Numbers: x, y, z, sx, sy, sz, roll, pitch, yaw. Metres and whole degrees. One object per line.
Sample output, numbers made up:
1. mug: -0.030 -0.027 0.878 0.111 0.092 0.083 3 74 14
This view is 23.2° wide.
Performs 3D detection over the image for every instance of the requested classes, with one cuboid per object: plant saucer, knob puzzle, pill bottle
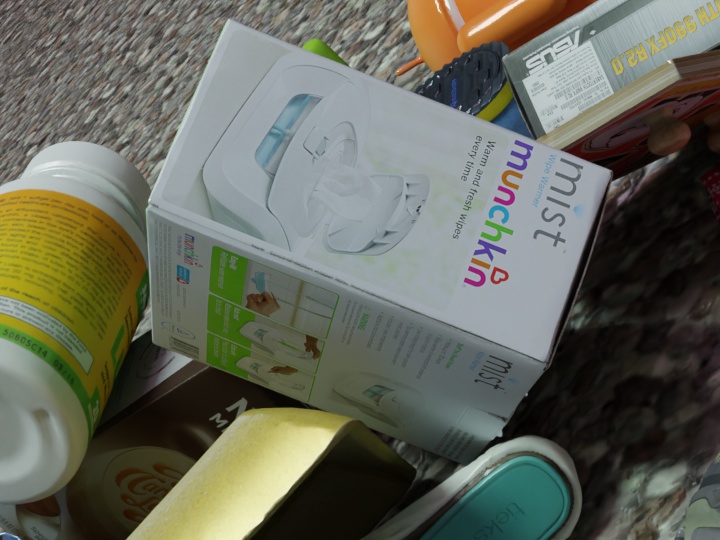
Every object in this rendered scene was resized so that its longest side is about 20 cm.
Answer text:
1. plant saucer: -0.068 0.140 0.801 0.200 0.048 0.200 -47 -17 -3
2. knob puzzle: 0.126 -0.052 0.848 0.218 0.031 0.220 -24 -7 -3
3. pill bottle: -0.176 0.019 0.956 0.111 0.111 0.201 -31 26 31

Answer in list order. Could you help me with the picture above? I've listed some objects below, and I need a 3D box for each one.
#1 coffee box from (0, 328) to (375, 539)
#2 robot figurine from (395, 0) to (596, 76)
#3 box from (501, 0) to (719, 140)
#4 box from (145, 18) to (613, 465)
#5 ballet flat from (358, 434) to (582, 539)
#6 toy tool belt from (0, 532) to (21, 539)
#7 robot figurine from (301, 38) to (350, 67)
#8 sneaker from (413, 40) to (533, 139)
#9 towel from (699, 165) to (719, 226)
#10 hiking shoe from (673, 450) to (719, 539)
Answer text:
1. coffee box: -0.101 0.101 0.983 0.199 0.114 0.080 -33 25 29
2. robot figurine: 0.112 -0.177 1.078 0.199 0.116 0.145 -29 49 32
3. box: 0.186 -0.125 0.832 0.199 0.049 0.158 -28 -11 30
4. box: 0.000 0.000 0.790 0.200 0.175 0.097 105 -175 -71
5. ballet flat: 0.017 0.142 0.794 0.199 0.070 0.070 -38 24 9
6. toy tool belt: -0.171 0.187 0.902 0.123 0.125 0.200 -43 -23 -18
7. robot figurine: -0.062 -0.060 1.177 0.175 0.116 0.201 -19 35 49
8. sneaker: 0.024 -0.045 0.918 0.199 0.078 0.066 -25 41 33
9. towel: 0.225 -0.033 0.766 0.144 0.022 0.201 -37 24 17
10. hiking shoe: 0.192 0.056 0.605 0.199 0.076 0.101 -24 35 44
